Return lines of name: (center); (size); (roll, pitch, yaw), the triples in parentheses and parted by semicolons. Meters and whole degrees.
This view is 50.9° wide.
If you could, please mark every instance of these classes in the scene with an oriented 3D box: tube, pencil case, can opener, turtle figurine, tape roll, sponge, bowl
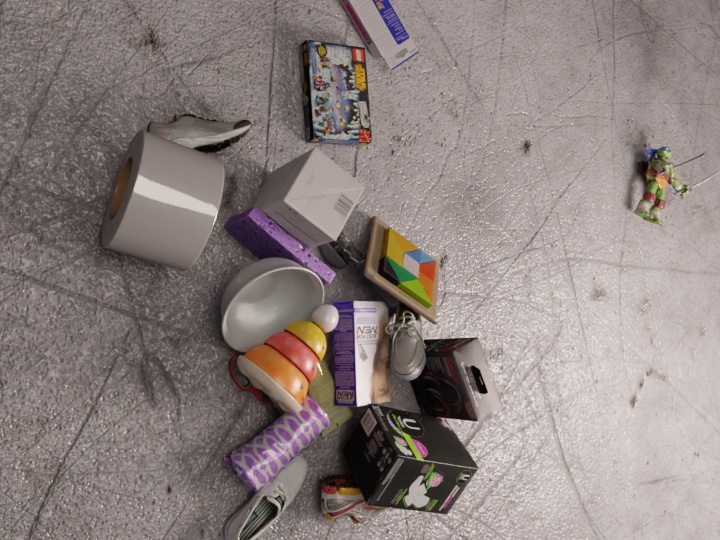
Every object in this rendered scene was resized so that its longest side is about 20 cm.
tube: (-0.082, 0.215, 1.452); (0.058, 0.052, 0.201); (-21, 104, 11)
pencil case: (-0.148, 0.310, 1.376); (0.200, 0.084, 0.085); (-38, 64, -23)
can opener: (0.000, 0.000, 1.502); (0.200, 0.067, 0.053); (48, 22, -4)
turtle figurine: (0.795, -0.215, 1.932); (0.199, 0.144, 0.195); (22, 93, 16)
tape roll: (-0.329, -0.114, 1.252); (0.139, 0.202, 0.204); (17, 76, -28)
sponge: (-0.151, -0.036, 1.397); (0.200, 0.111, 0.030); (42, 62, -20)
bowl: (-0.172, 0.047, 1.366); (0.200, 0.090, 0.202); (-21, 139, -19)

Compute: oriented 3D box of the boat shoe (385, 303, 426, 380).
boat shoe: (0.092, 0.115, 1.494); (0.086, 0.074, 0.203); (68, 24, -43)

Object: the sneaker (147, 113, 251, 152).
sneaker: (-0.288, -0.252, 1.366); (0.199, 0.074, 0.080); (-18, 89, -30)

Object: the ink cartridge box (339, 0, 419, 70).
ink cartridge box: (0.037, -0.526, 1.604); (0.095, 0.037, 0.200); (-39, 102, -28)

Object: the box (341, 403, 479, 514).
box: (0.093, 0.361, 1.447); (0.199, 0.149, 0.125); (18, 112, -32)

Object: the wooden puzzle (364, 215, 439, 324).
wooden puzzle: (0.092, -0.007, 1.519); (0.185, 0.037, 0.201); (35, 35, -22)

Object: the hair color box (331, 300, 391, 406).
hair color box: (0.003, 0.160, 1.477); (0.109, 0.065, 0.201); (3, 84, -50)

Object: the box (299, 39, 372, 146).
box: (-0.049, -0.357, 1.532); (0.136, 0.040, 0.201); (-3, 86, -31)

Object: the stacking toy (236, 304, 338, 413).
stacking toy: (-0.110, 0.139, 1.354); (0.146, 0.146, 0.200); (45, 75, -18)

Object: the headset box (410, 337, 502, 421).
headset box: (0.185, 0.216, 1.514); (0.075, 0.200, 0.149); (-24, 98, -32)

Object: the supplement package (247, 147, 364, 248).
supplement package: (-0.108, -0.121, 1.380); (0.120, 0.200, 0.122); (36, 68, -21)

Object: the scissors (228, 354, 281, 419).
scissors: (-0.183, 0.242, 1.408); (0.073, 0.014, 0.201); (-25, 98, -32)

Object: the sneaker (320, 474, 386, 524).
sneaker: (0.010, 0.445, 1.471); (0.199, 0.078, 0.083); (9, 95, -26)

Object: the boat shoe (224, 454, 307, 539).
boat shoe: (-0.158, 0.419, 1.370); (0.074, 0.067, 0.200); (49, 64, -17)
